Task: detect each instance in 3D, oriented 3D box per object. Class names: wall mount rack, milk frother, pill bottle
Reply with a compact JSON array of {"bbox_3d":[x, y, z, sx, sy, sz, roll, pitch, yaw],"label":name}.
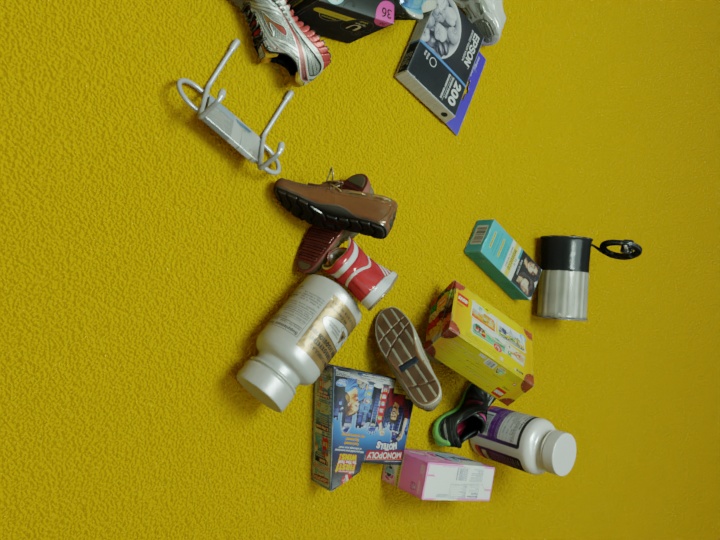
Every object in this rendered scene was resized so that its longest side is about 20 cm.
[{"bbox_3d":[-0.171,-0.246,0.906,0.200,0.074,0.175,39,31,-33],"label":"wall mount rack"},{"bbox_3d":[0.516,0.020,1.371,0.179,0.199,0.190,4,90,-42],"label":"milk frother"},{"bbox_3d":[-0.097,0.114,0.944,0.200,0.114,0.115,-52,120,-24],"label":"pill bottle"},{"bbox_3d":[0.331,0.350,1.234,0.111,0.199,0.113,-2,93,-38],"label":"pill bottle"}]

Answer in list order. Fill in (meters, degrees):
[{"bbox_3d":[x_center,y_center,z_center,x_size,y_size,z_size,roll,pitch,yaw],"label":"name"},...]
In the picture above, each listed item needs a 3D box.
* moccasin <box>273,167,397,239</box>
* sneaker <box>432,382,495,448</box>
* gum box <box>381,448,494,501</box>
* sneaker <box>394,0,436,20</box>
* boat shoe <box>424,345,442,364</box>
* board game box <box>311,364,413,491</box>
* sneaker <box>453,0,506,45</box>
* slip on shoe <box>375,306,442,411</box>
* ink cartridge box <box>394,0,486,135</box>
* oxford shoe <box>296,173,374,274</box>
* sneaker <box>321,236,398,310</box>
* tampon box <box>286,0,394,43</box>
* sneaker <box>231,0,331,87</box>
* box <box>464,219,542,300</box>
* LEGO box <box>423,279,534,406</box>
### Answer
[{"bbox_3d":[-0.041,-0.112,0.953,0.074,0.200,0.078,78,27,-60],"label":"moccasin"},{"bbox_3d":[0.233,0.293,1.226,0.200,0.083,0.077,-40,120,-29],"label":"sneaker"},{"bbox_3d":[0.153,0.388,1.149,0.199,0.113,0.067,18,81,-37],"label":"gum box"},{"bbox_3d":[0.081,-0.491,1.050,0.200,0.078,0.091,-60,153,-52],"label":"sneaker"},{"bbox_3d":[0.200,0.164,1.207,0.199,0.071,0.063,23,72,-38],"label":"boat shoe"},{"bbox_3d":[-0.007,0.278,1.054,0.199,0.061,0.202,19,81,-37],"label":"board game box"},{"bbox_3d":[0.237,-0.564,1.219,0.100,0.077,0.200,-58,132,-29],"label":"sneaker"},{"bbox_3d":[0.086,0.160,1.079,0.076,0.201,0.061,-28,150,-6],"label":"slip on shoe"},{"bbox_3d":[0.176,-0.405,1.187,0.199,0.043,0.200,33,71,-35],"label":"ink cartridge box"},{"bbox_3d":[-0.032,-0.066,1.020,0.201,0.070,0.075,-54,138,-15],"label":"oxford shoe"},{"bbox_3d":[0.000,0.000,1.009,0.112,0.200,0.071,43,96,0],"label":"sneaker"},{"bbox_3d":[-0.037,-0.493,0.962,0.149,0.126,0.202,-2,93,-37],"label":"tampon box"},{"bbox_3d":[-0.137,-0.366,0.915,0.200,0.078,0.082,42,79,-18],"label":"sneaker"},{"bbox_3d":[0.310,-0.020,1.300,0.200,0.049,0.083,38,69,-32],"label":"box"},{"bbox_3d":[0.228,0.135,1.141,0.199,0.077,0.149,34,35,-10],"label":"LEGO box"}]
